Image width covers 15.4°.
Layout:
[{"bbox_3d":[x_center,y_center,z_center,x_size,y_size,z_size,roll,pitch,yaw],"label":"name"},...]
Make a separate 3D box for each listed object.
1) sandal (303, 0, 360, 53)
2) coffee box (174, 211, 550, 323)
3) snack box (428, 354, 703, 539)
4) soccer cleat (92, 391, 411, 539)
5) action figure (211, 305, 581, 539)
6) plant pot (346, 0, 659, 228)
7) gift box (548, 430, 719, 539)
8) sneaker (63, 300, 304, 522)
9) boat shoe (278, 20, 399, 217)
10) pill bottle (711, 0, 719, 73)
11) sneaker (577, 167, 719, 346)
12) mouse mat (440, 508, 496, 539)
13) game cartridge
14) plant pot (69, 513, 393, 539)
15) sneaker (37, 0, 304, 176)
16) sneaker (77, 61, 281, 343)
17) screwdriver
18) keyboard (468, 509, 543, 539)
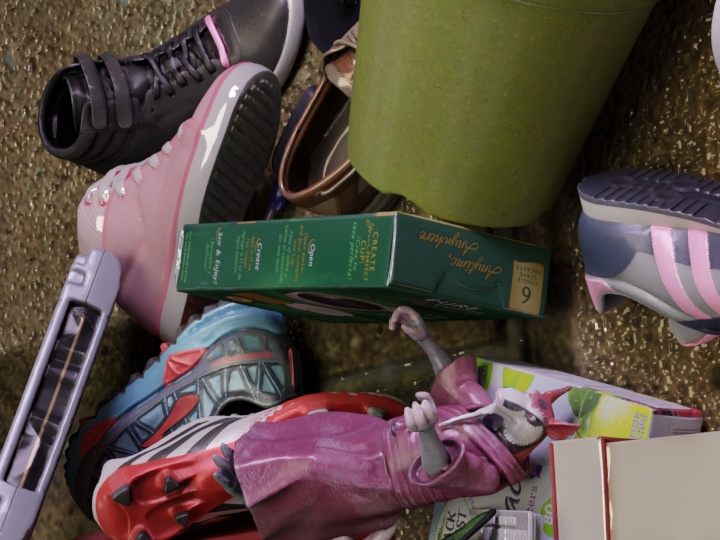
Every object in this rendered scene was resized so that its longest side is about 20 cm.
[{"bbox_3d":[0.015,-0.220,1.591,0.076,0.043,0.201,43,115,36],"label":"sandal"},{"bbox_3d":[0.000,0.000,1.519,0.199,0.122,0.044,-2,78,52],"label":"coffee box"},{"bbox_3d":[0.103,0.159,1.473,0.142,0.053,0.202,14,96,44],"label":"snack box"},{"bbox_3d":[-0.064,0.110,1.578,0.085,0.199,0.069,-118,11,-71],"label":"soccer cleat"},{"bbox_3d":[0.028,0.109,1.444,0.199,0.134,0.150,-11,112,20],"label":"action figure"},{"bbox_3d":[0.071,-0.133,1.454,0.200,0.199,0.191,39,123,37],"label":"plant pot"},{"bbox_3d":[0.191,0.174,1.305,0.186,0.184,0.202,-8,75,40],"label":"gift box"},{"bbox_3d":[-0.110,0.106,1.657,0.200,0.079,0.096,-47,60,30],"label":"sneaker"},{"bbox_3d":[0.016,-0.113,1.562,0.076,0.072,0.201,41,114,36],"label":"boat shoe"},{"bbox_3d":[0.278,-0.101,1.293,0.200,0.113,0.115,32,108,39],"label":"pill bottle"},{"bbox_3d":[0.200,0.006,1.401,0.199,0.070,0.083,21,122,41],"label":"sneaker"},{"bbox_3d":[-0.016,0.195,1.412,0.008,0.161,0.200,50,151,2],"label":"mouse mat"},{"bbox_3d":[-0.196,0.098,1.642,0.133,0.040,0.201,126,163,-64],"label":"game cartridge"},{"bbox_3d":[-0.111,0.246,1.581,0.199,0.176,0.202,-4,85,42],"label":"plant pot"},{"bbox_3d":[-0.124,-0.119,1.674,0.200,0.099,0.071,-37,61,33],"label":"sneaker"},{"bbox_3d":[-0.121,-0.055,1.650,0.104,0.075,0.201,32,124,21],"label":"sneaker"},{"bbox_3d":[-0.058,-0.025,1.664,0.028,0.029,0.201,42,121,36],"label":"screwdriver"},{"bbox_3d":[0.071,0.152,1.376,0.200,0.011,0.057,140,137,-83],"label":"keyboard"}]
